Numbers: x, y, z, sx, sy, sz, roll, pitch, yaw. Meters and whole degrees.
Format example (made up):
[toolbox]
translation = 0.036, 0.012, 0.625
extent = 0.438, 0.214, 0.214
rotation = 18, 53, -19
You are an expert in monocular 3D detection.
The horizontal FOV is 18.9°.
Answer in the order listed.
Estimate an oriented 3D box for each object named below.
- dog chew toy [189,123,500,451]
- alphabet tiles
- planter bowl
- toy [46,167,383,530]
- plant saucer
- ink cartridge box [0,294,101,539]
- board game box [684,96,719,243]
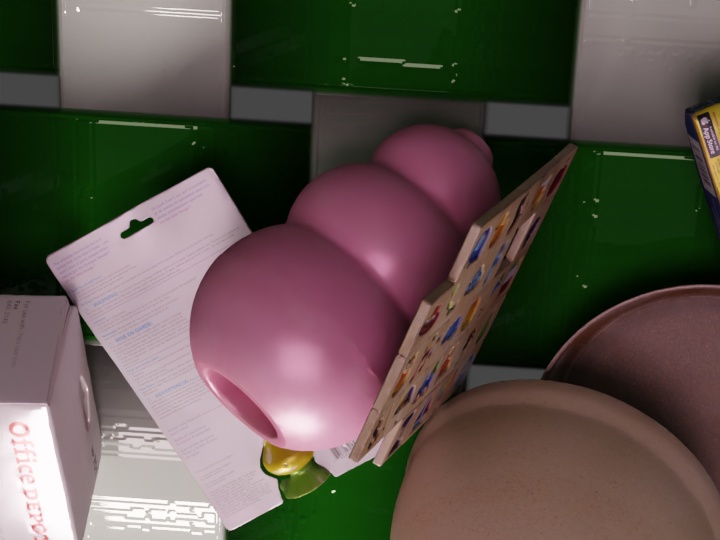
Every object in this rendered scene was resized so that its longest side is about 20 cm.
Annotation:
[dog chew toy]
translation = 0.000, 0.000, 1.170
extent = 0.125, 0.124, 0.200
rotation = 48, 72, -18
[alphabet tiles]
translation = 0.051, 0.027, 1.159
extent = 0.008, 0.200, 0.168
rotation = 30, 116, 12
[planter bowl]
translation = 0.099, 0.181, 1.230
extent = 0.198, 0.135, 0.202
rotation = 13, 129, 16
[toy]
translation = -0.079, 0.042, 1.255
extent = 0.114, 0.047, 0.201
rotation = -27, 106, 15
[plant saucer]
translation = 0.197, 0.092, 1.269
extent = 0.198, 0.032, 0.202
rotation = 2, 116, 4
[ink cartridge box]
translation = -0.260, 0.089, 1.250
extent = 0.198, 0.086, 0.147
rotation = 2, 136, 5
[board game box]
translation = 0.295, -0.031, 1.173
extent = 0.198, 0.062, 0.202
rotation = -20, 104, 1
